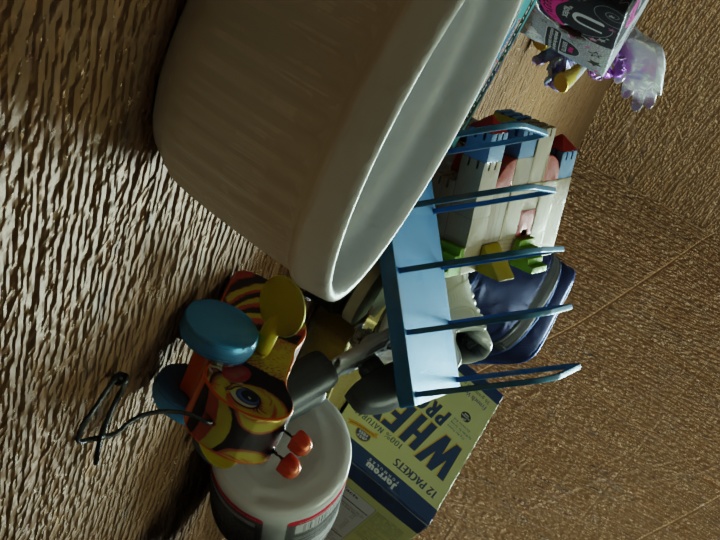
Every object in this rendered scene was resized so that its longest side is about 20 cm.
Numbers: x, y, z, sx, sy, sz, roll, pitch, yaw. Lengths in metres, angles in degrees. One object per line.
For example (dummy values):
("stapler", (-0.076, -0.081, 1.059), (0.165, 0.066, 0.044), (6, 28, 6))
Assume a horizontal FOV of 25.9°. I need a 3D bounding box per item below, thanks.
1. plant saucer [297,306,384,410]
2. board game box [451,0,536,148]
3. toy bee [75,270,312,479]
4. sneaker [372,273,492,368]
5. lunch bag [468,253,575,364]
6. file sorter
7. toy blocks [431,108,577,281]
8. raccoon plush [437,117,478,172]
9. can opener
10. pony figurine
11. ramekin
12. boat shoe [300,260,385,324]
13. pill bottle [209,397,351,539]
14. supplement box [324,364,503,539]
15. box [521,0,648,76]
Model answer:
("plant saucer", (-0.008, 0.051, 1.461), (0.200, 0.048, 0.201), (-55, 170, -40))
("board game box", (0.086, -0.185, 1.213), (0.152, 0.047, 0.200), (-60, 172, 0))
("toy bee", (-0.072, 0.078, 0.919), (0.200, 0.108, 0.131), (-54, 172, -40))
("sneaker", (0.075, 0.042, 1.400), (0.078, 0.099, 0.200), (-61, 177, 35))
("lunch bag", (0.120, 0.024, 1.658), (0.199, 0.132, 0.136), (-3, -130, 58))
("file sorter", (0.090, -0.008, 1.202), (0.139, 0.122, 0.202), (-4, 85, -73))
("toy blocks", (0.126, -0.078, 1.378), (0.199, 0.100, 0.138), (-11, 120, -51))
("raccoon plush", (0.075, -0.074, 1.493), (0.199, 0.097, 0.135), (2, 125, -53))
("can opener", (-0.034, 0.093, 1.173), (0.199, 0.067, 0.053), (-23, 159, -34))
("pony figurine", (0.288, -0.288, 1.873), (0.200, 0.166, 0.194), (-33, 148, -40))
("ramekin", (-0.008, -0.098, 0.705), (0.201, 0.105, 0.200), (-58, 172, -13))
("boat shoe", (0.001, -0.002, 1.263), (0.074, 0.063, 0.201), (-60, 169, 11))
("pill bottle", (-0.069, 0.174, 1.278), (0.111, 0.110, 0.200), (-57, 172, -23))
("supplement box", (0.012, 0.194, 1.626), (0.200, 0.134, 0.200), (-47, -175, 47))
("box", (0.227, -0.289, 1.499), (0.133, 0.114, 0.200), (-60, 172, -7))
